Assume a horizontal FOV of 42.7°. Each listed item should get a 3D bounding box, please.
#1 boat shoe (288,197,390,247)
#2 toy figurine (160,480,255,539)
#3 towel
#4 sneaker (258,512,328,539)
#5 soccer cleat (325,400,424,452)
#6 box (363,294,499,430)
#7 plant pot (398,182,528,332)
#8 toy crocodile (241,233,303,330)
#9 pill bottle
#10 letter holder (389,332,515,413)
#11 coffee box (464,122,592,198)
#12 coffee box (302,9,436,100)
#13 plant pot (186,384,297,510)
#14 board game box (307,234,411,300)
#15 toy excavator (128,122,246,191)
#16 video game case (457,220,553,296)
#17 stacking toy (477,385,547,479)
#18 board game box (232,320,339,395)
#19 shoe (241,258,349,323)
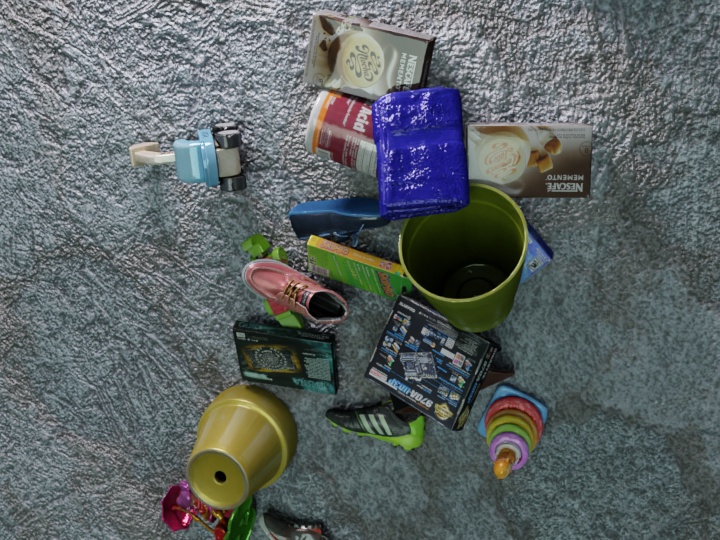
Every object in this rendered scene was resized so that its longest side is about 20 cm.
[{"bbox_3d":[-0.031,-0.087,1.627,0.196,0.084,0.070,4,119,32],"label":"boat shoe"},{"bbox_3d":[-0.324,0.492,1.874,0.181,0.150,0.203,25,126,16],"label":"toy figurine"},{"bbox_3d":[0.090,-0.185,1.422,0.144,0.050,0.205,-8,71,12],"label":"towel"},{"bbox_3d":[-0.115,0.542,1.880,0.198,0.077,0.083,35,88,1],"label":"sneaker"},{"bbox_3d":[0.029,0.280,1.741,0.196,0.067,0.083,13,92,16],"label":"soccer cleat"},{"bbox_3d":[0.118,0.155,1.571,0.198,0.046,0.162,27,96,32],"label":"box"},{"bbox_3d":[0.173,0.000,1.461,0.196,0.204,0.194,1,153,15],"label":"plant pot"},{"bbox_3d":[-0.160,0.026,1.701,0.066,0.062,0.204,-15,105,20],"label":"toy crocodile"},{"bbox_3d":[0.016,-0.221,1.535,0.196,0.114,0.116,21,113,8],"label":"pill bottle"},{"bbox_3d":[0.160,0.175,1.653,0.198,0.141,0.102,-27,69,25],"label":"letter holder"},{"bbox_3d":[0.265,-0.177,1.473,0.195,0.080,0.117,1,102,4],"label":"coffee box"},{"bbox_3d":[0.015,-0.347,1.509,0.196,0.080,0.115,15,112,10],"label":"coffee box"},{"bbox_3d":[-0.239,0.353,1.771,0.196,0.189,0.205,5,110,13],"label":"plant pot"},{"bbox_3d":[0.000,0.000,1.638,0.196,0.030,0.096,21,152,10],"label":"board game box"},{"bbox_3d":[-0.311,-0.203,1.634,0.195,0.195,0.102,-7,110,-12],"label":"toy excavator"},{"bbox_3d":[0.201,-0.044,1.584,0.181,0.046,0.201,-39,95,25],"label":"video game case"},{"bbox_3d":[0.260,0.302,1.604,0.108,0.200,0.118,26,113,5],"label":"stacking toy"},{"bbox_3d":[-0.140,0.166,1.743,0.195,0.028,0.137,8,129,13],"label":"board game box"},{"bbox_3d":[-0.114,0.037,1.639,0.197,0.091,0.073,24,89,-18],"label":"shoe"}]
